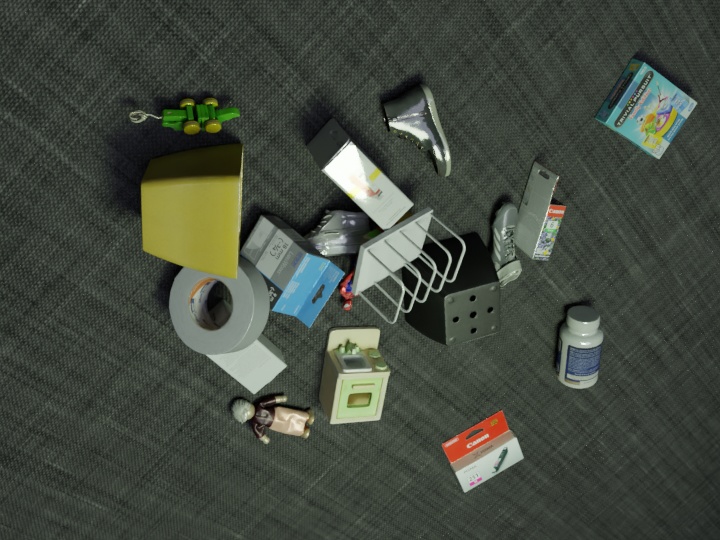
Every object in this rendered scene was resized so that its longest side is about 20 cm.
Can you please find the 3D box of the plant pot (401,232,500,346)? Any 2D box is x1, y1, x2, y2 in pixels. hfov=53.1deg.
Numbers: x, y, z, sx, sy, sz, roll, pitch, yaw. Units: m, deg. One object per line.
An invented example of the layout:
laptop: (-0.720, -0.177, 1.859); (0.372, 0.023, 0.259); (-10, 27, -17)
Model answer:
plant pot: (0.218, 0.057, 1.639); (0.198, 0.178, 0.201); (-13, 120, -12)

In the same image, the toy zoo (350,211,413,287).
toy zoo: (0.056, -0.049, 1.552); (0.200, 0.020, 0.132); (-33, 146, -46)

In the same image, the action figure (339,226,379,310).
action figure: (0.000, 0.000, 1.602); (0.065, 0.052, 0.201); (4, 118, -39)

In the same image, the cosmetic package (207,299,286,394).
cosmetic package: (-0.266, 0.168, 1.578); (0.101, 0.071, 0.200); (-40, 122, 4)

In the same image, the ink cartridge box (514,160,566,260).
ink cartridge box: (0.414, -0.137, 1.649); (0.050, 0.109, 0.202); (3, 116, -21)

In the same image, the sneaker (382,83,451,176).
sneaker: (0.115, -0.275, 1.494); (0.105, 0.075, 0.201); (-23, 113, -2)

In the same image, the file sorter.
file sorter: (0.102, -0.008, 1.473); (0.199, 0.124, 0.139); (-31, 151, -33)

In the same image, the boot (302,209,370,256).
boot: (-0.076, -0.080, 1.530); (0.198, 0.074, 0.097); (-3, 87, -4)

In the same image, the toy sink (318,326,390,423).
toy sink: (-0.012, 0.247, 1.690); (0.129, 0.112, 0.202); (0, 116, -21)

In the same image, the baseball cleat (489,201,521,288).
baseball cleat: (0.344, -0.054, 1.669); (0.069, 0.106, 0.202); (-12, 126, -30)

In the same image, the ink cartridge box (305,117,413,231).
ink cartridge box: (-0.004, -0.192, 1.443); (0.083, 0.145, 0.200); (-43, 122, 8)

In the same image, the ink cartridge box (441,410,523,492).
ink cartridge box: (0.342, 0.503, 2.001); (0.199, 0.044, 0.174); (-29, 124, -4)

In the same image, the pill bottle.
pill bottle: (0.574, 0.198, 1.885); (0.110, 0.111, 0.202); (-12, 120, -14)

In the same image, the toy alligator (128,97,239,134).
toy alligator: (-0.324, -0.278, 1.334); (0.198, 0.060, 0.054); (-7, 159, -17)

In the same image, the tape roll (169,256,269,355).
tape roll: (-0.284, 0.067, 1.446); (0.201, 0.200, 0.066); (-54, 163, 12)

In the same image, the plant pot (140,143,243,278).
plant pot: (-0.312, -0.120, 1.349); (0.174, 0.200, 0.202); (3, 116, -8)

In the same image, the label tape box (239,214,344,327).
label tape box: (-0.152, 0.002, 1.462); (0.145, 0.200, 0.063); (-57, 161, 15)

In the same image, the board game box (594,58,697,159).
board game box: (0.657, -0.368, 1.655); (0.199, 0.047, 0.152); (22, 107, -29)

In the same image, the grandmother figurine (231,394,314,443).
grandmother figurine: (-0.213, 0.349, 1.706); (0.199, 0.060, 0.122); (21, 81, -25)
